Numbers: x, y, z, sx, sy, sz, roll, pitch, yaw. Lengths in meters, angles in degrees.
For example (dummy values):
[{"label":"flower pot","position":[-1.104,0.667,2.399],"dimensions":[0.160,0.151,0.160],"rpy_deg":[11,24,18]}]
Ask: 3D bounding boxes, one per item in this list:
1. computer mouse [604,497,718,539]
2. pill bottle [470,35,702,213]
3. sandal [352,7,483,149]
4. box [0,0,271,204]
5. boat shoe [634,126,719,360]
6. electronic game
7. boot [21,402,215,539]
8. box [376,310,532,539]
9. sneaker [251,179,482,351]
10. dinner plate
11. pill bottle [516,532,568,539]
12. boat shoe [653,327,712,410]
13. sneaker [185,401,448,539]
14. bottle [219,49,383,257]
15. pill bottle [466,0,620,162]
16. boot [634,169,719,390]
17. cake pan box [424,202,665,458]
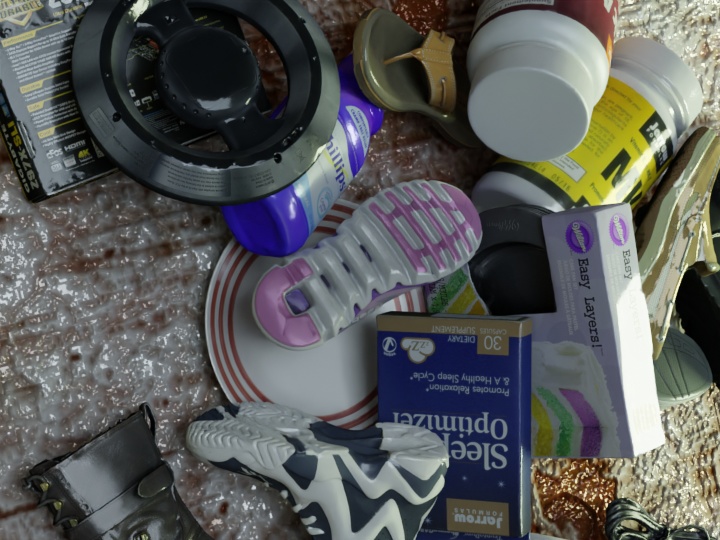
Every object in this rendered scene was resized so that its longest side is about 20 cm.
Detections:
[{"label":"computer mouse","position":[0.240,0.307,1.469],"dimensions":[0.138,0.053,0.201],"rpy_deg":[25,64,-24]},{"label":"pill bottle","position":[0.192,-0.097,1.443],"dimensions":[0.114,0.114,0.200],"rpy_deg":[48,67,-15]},{"label":"sandal","position":[0.061,-0.155,1.374],"dimensions":[0.200,0.054,0.081],"rpy_deg":[26,59,-49]},{"label":"box","position":[-0.183,-0.159,1.296],"dimensions":[0.199,0.049,0.160],"rpy_deg":[-24,94,-26]},{"label":"boat shoe","position":[0.266,-0.020,1.442],"dimensions":[0.076,0.072,0.201],"rpy_deg":[27,87,6]},{"label":"electronic game","position":[-0.111,-0.140,1.260],"dimensions":[0.199,0.042,0.201],"rpy_deg":[6,66,-14]},{"label":"boot","position":[-0.189,0.215,1.257],"dimensions":[0.200,0.069,0.174],"rpy_deg":[-40,98,-28]},{"label":"box","position":[0.073,0.135,1.343],"dimensions":[0.032,0.120,0.201],"rpy_deg":[-16,106,-66]},{"label":"sneaker","position":[0.000,0.000,1.324],"dimensions":[0.199,0.088,0.081],"rpy_deg":[-29,82,-18]},{"label":"dinner plate","position":[-0.034,0.042,1.367],"dimensions":[0.199,0.024,0.201],"rpy_deg":[3,84,-26]},{"label":"pill bottle","position":[0.139,0.315,1.379],"dimensions":[0.110,0.111,0.201],"rpy_deg":[17,77,-24]},{"label":"boat shoe","position":[0.212,0.094,1.471],"dimensions":[0.201,0.065,0.075],"rpy_deg":[-9,70,-33]},{"label":"sneaker","position":[-0.040,0.177,1.311],"dimensions":[0.198,0.080,0.130],"rpy_deg":[6,110,-15]},{"label":"bottle","position":[-0.034,-0.100,1.338],"dimensions":[0.200,0.065,0.084],"rpy_deg":[-54,137,-37]},{"label":"pill bottle","position":[0.148,-0.189,1.389],"dimensions":[0.114,0.114,0.201],"rpy_deg":[34,45,-20]},{"label":"boot","position":[0.354,-0.007,1.533],"dimensions":[0.168,0.076,0.201],"rpy_deg":[-26,87,-23]},{"label":"cake pan box","position":[0.139,0.047,1.353],"dimensions":[0.052,0.184,0.201],"rpy_deg":[-15,98,-48]}]
